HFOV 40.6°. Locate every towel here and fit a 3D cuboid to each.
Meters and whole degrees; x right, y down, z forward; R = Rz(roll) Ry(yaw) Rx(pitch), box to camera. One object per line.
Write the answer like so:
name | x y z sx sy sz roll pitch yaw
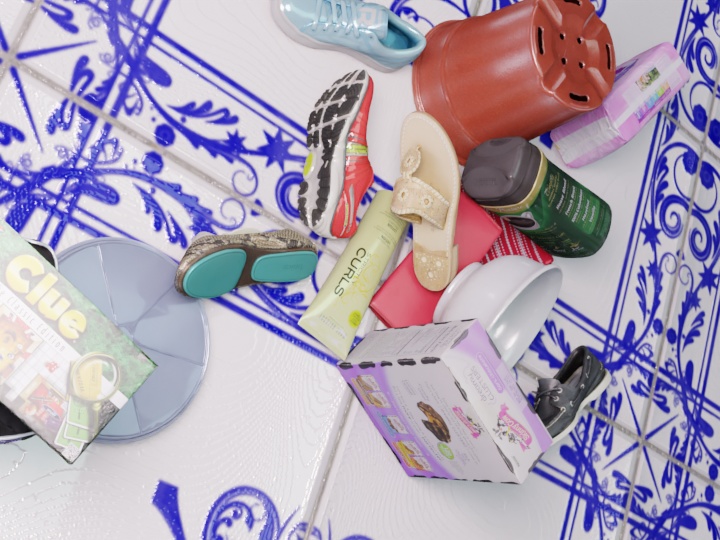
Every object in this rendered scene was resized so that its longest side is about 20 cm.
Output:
towel | 0.167 -0.053 1.274 0.198 0.022 0.147 -16 91 -36

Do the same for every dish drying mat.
dish drying mat | 0.093 -0.004 1.200 0.077 0.018 0.200 45 70 -11

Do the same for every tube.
tube | 0.000 0.000 1.133 0.057 0.052 0.202 24 67 11

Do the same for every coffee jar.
coffee jar | 0.222 -0.092 1.227 0.199 0.104 0.086 29 74 -36

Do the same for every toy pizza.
toy pizza | -0.242 0.068 0.961 0.198 0.032 0.203 7 78 -34

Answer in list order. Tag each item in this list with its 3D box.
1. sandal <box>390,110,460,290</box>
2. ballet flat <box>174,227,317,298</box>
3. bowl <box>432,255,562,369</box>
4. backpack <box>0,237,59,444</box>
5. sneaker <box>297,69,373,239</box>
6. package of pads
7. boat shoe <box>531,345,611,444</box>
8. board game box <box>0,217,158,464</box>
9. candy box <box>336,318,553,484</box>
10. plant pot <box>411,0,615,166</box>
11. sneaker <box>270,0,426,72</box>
sandal | 0.068 -0.067 1.107 0.069 0.077 0.215 -34 125 -46
ballet flat | -0.132 -0.015 1.028 0.199 0.075 0.068 -9 131 -48
bowl | 0.150 0.055 1.177 0.090 0.203 0.201 36 54 23
backpack | -0.356 0.055 0.808 0.197 0.150 0.180 3 83 -28
sneaker | -0.017 -0.133 1.136 0.084 0.076 0.203 23 77 -42
package of pads | 0.368 -0.234 1.382 0.200 0.120 0.076 -43 101 -31
boat shoe | 0.259 0.164 1.275 0.199 0.074 0.067 -35 100 -34
board game box | -0.266 0.046 0.763 0.200 0.023 0.105 45 65 -12
candy box | 0.089 0.147 1.080 0.071 0.199 0.169 -41 107 -32
plant pot | 0.199 -0.247 1.220 0.199 0.194 0.204 6 80 -34
sneaker | -0.007 -0.297 1.151 0.198 0.082 0.075 11 76 -33
